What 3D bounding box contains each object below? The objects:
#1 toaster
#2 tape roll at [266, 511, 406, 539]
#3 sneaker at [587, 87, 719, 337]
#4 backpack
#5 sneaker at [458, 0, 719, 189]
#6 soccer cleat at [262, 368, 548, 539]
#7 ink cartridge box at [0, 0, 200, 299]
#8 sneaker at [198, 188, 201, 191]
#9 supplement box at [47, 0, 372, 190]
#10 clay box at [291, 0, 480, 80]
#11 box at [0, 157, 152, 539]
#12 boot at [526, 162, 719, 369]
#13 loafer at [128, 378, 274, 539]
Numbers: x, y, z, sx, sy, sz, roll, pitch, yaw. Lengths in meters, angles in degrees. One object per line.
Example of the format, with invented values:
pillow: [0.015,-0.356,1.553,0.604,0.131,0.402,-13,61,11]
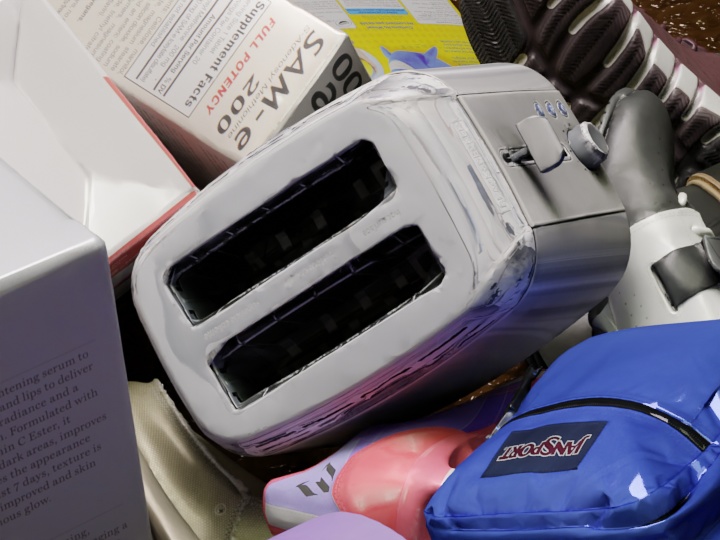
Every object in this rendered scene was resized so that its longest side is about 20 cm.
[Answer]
toaster: [0.000,0.000,0.869,0.199,0.114,0.129,-31,-10,19]
tape roll: [-0.005,0.179,0.666,0.085,0.201,0.200,-22,38,-24]
sneaker: [0.137,0.020,0.920,0.088,0.074,0.202,-7,72,19]
backpack: [0.095,0.124,0.758,0.162,0.168,0.200,-17,21,48]
sneaker: [0.131,-0.100,1.122,0.200,0.076,0.116,41,23,-10]
soccer cleat: [0.035,0.075,0.882,0.076,0.067,0.200,7,11,23]
ink cartridge box: [-0.149,-0.031,0.979,0.067,0.200,0.117,-39,88,-22]
sneaker: [-0.070,-0.054,1.104,0.199,0.093,0.076,-14,35,-15]
supplement box: [-0.088,-0.098,0.998,0.199,0.126,0.074,33,82,20]
clay box: [0.030,-0.068,1.094,0.114,0.048,0.200,-4,47,-37]
box: [-0.164,0.059,0.855,0.106,0.201,0.152,-24,38,-26]
boot: [0.150,0.043,0.977,0.138,0.078,0.200,-24,35,-10]
loafer: [-0.048,0.112,0.884,0.068,0.076,0.200,-18,46,-21]
